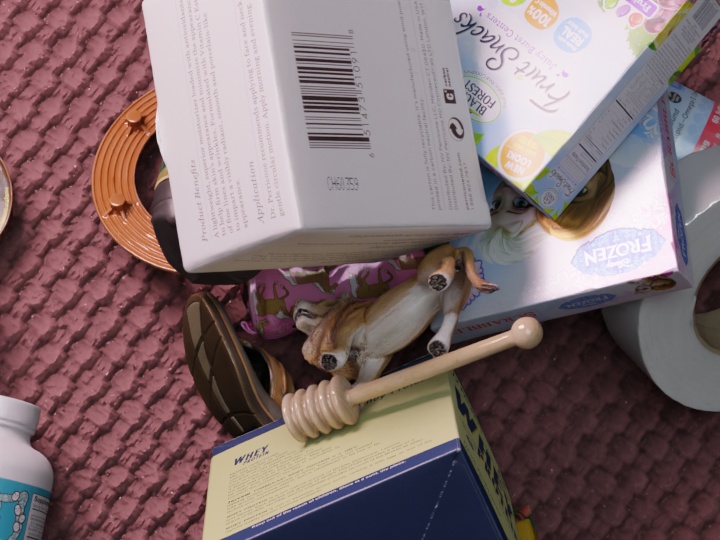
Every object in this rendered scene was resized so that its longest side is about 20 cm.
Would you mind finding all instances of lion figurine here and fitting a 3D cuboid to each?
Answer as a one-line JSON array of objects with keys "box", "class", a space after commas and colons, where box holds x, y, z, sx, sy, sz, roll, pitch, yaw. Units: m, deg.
[{"box": [0.031, 0.030, 1.635, 0.199, 0.123, 0.073, -27, 107, 27], "class": "lion figurine"}]

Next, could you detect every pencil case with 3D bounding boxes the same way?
[{"box": [0.000, 0.000, 1.755, 0.199, 0.083, 0.087, -7, 53, -5], "class": "pencil case"}]

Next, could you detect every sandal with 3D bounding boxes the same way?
[{"box": [-0.074, 0.102, 1.734, 0.054, 0.082, 0.201, -34, 90, -32], "class": "sandal"}]

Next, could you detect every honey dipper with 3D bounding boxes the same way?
[{"box": [0.037, 0.072, 1.566, 0.199, 0.038, 0.038, -23, 80, 21], "class": "honey dipper"}]

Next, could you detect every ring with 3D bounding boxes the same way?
[{"box": [-0.115, -0.083, 1.754, 0.199, 0.019, 0.201, -2, 56, 3], "class": "ring"}]

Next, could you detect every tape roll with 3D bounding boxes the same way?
[{"box": [0.286, 0.006, 1.720, 0.201, 0.071, 0.204, -11, 121, -18], "class": "tape roll"}]

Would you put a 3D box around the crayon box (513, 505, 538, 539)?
[{"box": [0.088, 0.272, 1.674, 0.126, 0.051, 0.201, -18, 55, 6], "class": "crayon box"}]

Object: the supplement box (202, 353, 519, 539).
[{"box": [0.003, 0.183, 1.602, 0.199, 0.200, 0.135, -23, 107, 6], "class": "supplement box"}]

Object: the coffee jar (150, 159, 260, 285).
[{"box": [-0.103, -0.092, 1.686, 0.085, 0.105, 0.201, 0, 57, 11], "class": "coffee jar"}]

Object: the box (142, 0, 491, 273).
[{"box": [-0.031, -0.110, 1.582, 0.199, 0.130, 0.200, -3, 81, -45], "class": "box"}]

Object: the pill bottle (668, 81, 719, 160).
[{"box": [0.200, -0.117, 1.777, 0.199, 0.109, 0.109, 28, 78, 2], "class": "pill bottle"}]

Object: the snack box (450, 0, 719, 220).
[{"box": [0.143, -0.166, 1.648, 0.200, 0.068, 0.169, -51, 56, 3], "class": "snack box"}]

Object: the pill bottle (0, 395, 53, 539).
[{"box": [-0.296, 0.195, 1.681, 0.110, 0.111, 0.201, 10, 78, -2], "class": "pill bottle"}]

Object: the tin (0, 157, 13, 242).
[{"box": [-0.372, -0.041, 1.760, 0.199, 0.042, 0.113, -16, 76, -7], "class": "tin"}]

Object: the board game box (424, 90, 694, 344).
[{"box": [0.141, -0.063, 1.674, 0.199, 0.041, 0.201, -15, 66, 22], "class": "board game box"}]
